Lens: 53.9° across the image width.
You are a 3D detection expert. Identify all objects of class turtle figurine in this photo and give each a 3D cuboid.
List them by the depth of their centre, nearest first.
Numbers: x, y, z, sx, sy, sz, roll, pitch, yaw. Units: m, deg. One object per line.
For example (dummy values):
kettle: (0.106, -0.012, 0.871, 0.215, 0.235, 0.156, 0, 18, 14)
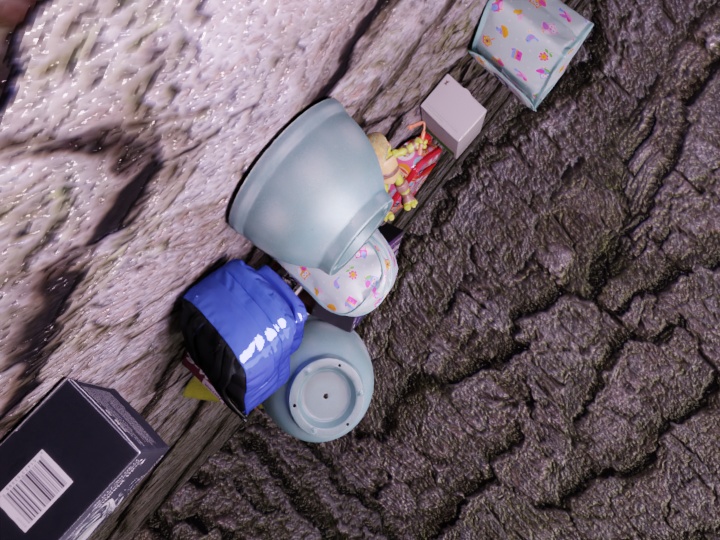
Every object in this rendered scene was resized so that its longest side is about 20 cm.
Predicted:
turtle figurine: (0.041, -0.167, 1.249, 0.199, 0.064, 0.164, -37, 137, -21)

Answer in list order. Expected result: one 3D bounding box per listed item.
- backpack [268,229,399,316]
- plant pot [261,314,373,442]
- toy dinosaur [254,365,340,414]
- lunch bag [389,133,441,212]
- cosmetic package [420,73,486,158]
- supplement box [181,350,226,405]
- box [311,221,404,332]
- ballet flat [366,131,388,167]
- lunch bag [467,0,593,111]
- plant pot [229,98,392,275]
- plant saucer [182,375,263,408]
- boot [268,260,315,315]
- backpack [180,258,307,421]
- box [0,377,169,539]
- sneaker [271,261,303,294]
backpack: (-0.040, -0.024, 1.019, 0.167, 0.200, 0.126, -48, 175, 17)
plant pot: (-0.063, 0.183, 1.119, 0.201, 0.200, 0.134, -47, -166, -4)
toy dinosaur: (-0.095, 0.183, 1.215, 0.087, 0.194, 0.138, 70, 15, -51)
lunch bag: (0.103, -0.221, 1.535, 0.178, 0.081, 0.200, -55, 174, 27)
cosmetic package: (0.184, -0.304, 1.420, 0.085, 0.108, 0.200, -46, 174, 5)
supplement box: (-0.205, 0.125, 1.245, 0.200, 0.108, 0.061, -45, 172, -39)
box: (0.000, 0.000, 1.195, 0.144, 0.077, 0.200, -69, 170, 19)
ballet flat: (-0.031, -0.132, 1.104, 0.201, 0.070, 0.071, -50, 175, 14)
lunch bag: (0.287, -0.392, 1.261, 0.122, 0.170, 0.201, -46, 172, -22)
plant pot: (-0.044, -0.083, 0.863, 0.201, 0.134, 0.200, -48, 175, -5)
plant saucer: (-0.232, 0.200, 1.436, 0.199, 0.195, 0.049, -39, 129, -61)
boot: (-0.082, 0.038, 1.306, 0.073, 0.166, 0.200, -51, 174, 17)
backpack: (-0.161, 0.075, 0.980, 0.168, 0.162, 0.201, -44, 165, -23)
box: (-0.348, 0.245, 0.833, 0.200, 0.124, 0.197, -47, 177, -13)
sneaker: (-0.131, 0.030, 1.132, 0.199, 0.071, 0.099, -38, -158, 22)
